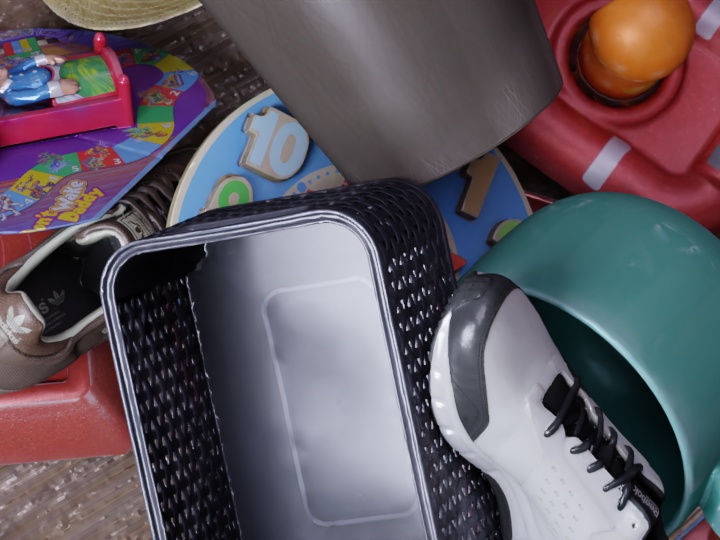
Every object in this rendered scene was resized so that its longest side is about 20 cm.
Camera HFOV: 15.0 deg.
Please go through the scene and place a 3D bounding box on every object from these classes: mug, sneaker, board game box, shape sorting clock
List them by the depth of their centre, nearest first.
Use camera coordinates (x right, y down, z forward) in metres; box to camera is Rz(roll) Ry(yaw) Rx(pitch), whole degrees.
[{"bbox_3d":[0.093,0.080,1.216,0.080,0.200,0.074,3,44,37],"label":"sneaker"},{"bbox_3d":[0.129,0.052,1.302,0.114,0.152,0.185,-43,103,-37],"label":"mug"},{"bbox_3d":[-0.112,-0.006,1.338,0.070,0.076,0.200,51,54,-4],"label":"sneaker"},{"bbox_3d":[0.000,0.000,1.344,0.200,0.039,0.200,5,77,-22],"label":"shape sorting clock"},{"bbox_3d":[-0.168,-0.087,1.355,0.158,0.039,0.200,14,37,22],"label":"board game box"}]

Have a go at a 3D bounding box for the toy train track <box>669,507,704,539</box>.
[{"bbox_3d":[0.119,0.143,1.328,0.200,0.033,0.115,-38,77,-16],"label":"toy train track"}]

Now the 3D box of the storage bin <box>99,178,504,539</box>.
[{"bbox_3d":[-0.023,0.069,1.240,0.135,0.094,0.200,-9,96,22],"label":"storage bin"}]

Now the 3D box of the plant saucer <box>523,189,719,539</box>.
[{"bbox_3d":[0.111,0.070,1.390,0.200,0.037,0.200,16,71,3],"label":"plant saucer"}]

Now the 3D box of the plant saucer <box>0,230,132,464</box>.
[{"bbox_3d":[-0.220,0.001,1.388,0.200,0.037,0.200,-4,71,-5],"label":"plant saucer"}]

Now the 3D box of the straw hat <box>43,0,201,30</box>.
[{"bbox_3d":[-0.070,-0.182,1.433,0.201,0.085,0.201,-19,53,26],"label":"straw hat"}]

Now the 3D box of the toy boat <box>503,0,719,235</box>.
[{"bbox_3d":[0.130,-0.110,1.358,0.200,0.131,0.131,35,76,2],"label":"toy boat"}]

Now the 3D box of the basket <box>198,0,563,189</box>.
[{"bbox_3d":[0.000,-0.146,1.275,0.180,0.136,0.200,-27,105,19],"label":"basket"}]
